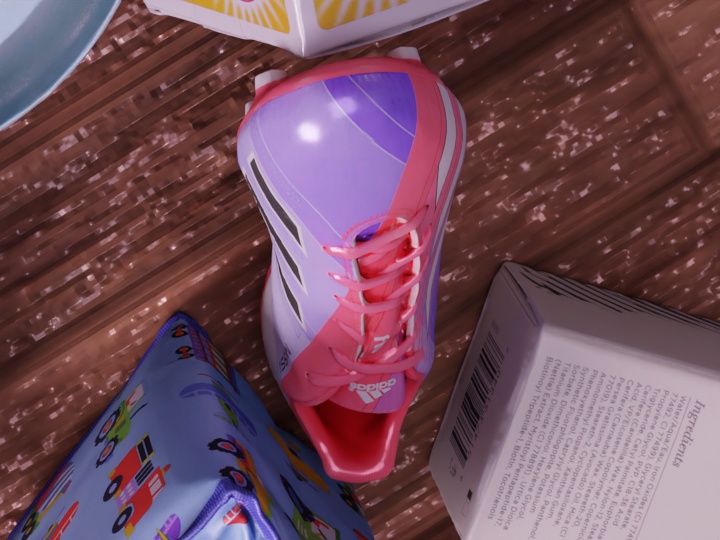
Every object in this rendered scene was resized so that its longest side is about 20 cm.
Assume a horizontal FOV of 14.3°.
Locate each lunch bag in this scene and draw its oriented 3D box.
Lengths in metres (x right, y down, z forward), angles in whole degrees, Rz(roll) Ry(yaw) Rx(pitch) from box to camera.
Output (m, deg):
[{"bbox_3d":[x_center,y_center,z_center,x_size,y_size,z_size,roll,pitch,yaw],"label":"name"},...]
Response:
[{"bbox_3d":[-0.091,0.130,0.883,0.200,0.151,0.094,-42,109,6],"label":"lunch bag"}]

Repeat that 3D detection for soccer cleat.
[{"bbox_3d":[0.000,0.000,0.841,0.066,0.200,0.077,-9,70,-7],"label":"soccer cleat"}]

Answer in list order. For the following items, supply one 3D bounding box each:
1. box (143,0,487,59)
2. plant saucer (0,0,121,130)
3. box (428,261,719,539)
[{"bbox_3d":[-0.016,-0.173,0.805,0.101,0.112,0.201,-21,112,-24],"label":"box"},{"bbox_3d":[-0.161,-0.127,0.854,0.199,0.027,0.201,-3,109,-9],"label":"plant saucer"},{"bbox_3d":[0.130,0.067,0.944,0.199,0.068,0.082,17,105,-15],"label":"box"}]
